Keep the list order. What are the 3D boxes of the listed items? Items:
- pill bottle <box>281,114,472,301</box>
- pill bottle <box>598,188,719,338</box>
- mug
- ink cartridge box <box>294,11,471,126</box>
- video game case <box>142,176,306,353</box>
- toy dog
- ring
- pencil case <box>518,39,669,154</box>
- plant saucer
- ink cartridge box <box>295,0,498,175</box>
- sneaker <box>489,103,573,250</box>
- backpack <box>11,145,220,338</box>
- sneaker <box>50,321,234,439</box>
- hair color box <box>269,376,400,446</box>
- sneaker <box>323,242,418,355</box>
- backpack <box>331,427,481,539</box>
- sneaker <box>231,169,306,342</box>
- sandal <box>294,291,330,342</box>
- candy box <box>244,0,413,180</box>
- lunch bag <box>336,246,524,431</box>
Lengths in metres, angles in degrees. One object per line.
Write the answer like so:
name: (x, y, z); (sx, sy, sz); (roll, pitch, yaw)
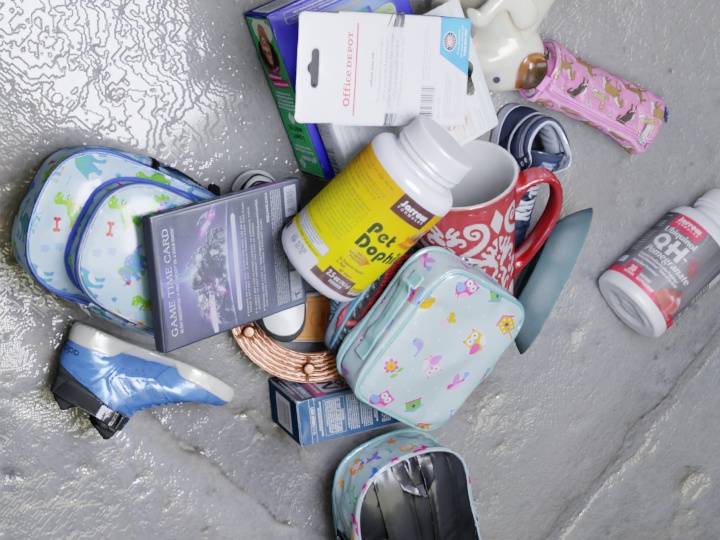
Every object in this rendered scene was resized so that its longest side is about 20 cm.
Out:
pill bottle: (0.019, -0.067, 1.312); (0.109, 0.109, 0.200); (36, 112, -28)
pill bottle: (0.421, -0.014, 1.662); (0.200, 0.111, 0.111); (-42, 116, -9)
mug: (0.144, -0.035, 1.481); (0.177, 0.134, 0.200); (5, 132, 14)
ink cartridge box: (0.011, -0.211, 1.312); (0.200, 0.068, 0.116); (-3, 102, -28)
video game case: (-0.137, -0.009, 1.319); (0.200, 0.019, 0.143); (-19, 113, -42)
toy dog: (0.168, -0.310, 1.472); (0.194, 0.139, 0.200); (-4, 107, -52)
ring: (-0.059, 0.032, 1.470); (0.200, 0.019, 0.201); (0, 91, -9)
pencil case: (0.286, -0.215, 1.560); (0.200, 0.086, 0.083); (22, 87, -28)
plant saucer: (0.225, 0.005, 1.550); (0.039, 0.201, 0.201); (26, 92, 1)
ink cartridge box: (0.044, -0.192, 1.400); (0.200, 0.047, 0.160); (-30, 114, -21)
sneaker: (0.200, -0.100, 1.539); (0.070, 0.108, 0.200); (0, 102, -25)
backpack: (-0.255, -0.037, 1.330); (0.200, 0.147, 0.183); (24, 90, -24)
sneaker: (-0.249, 0.142, 1.416); (0.200, 0.077, 0.111); (23, 87, -23)
hair color box: (0.000, 0.149, 1.520); (0.200, 0.100, 0.061); (-11, 106, -22)
sneaker: (0.000, 0.000, 1.441); (0.079, 0.095, 0.200); (6, 112, -49)
backpack: (0.050, 0.295, 1.553); (0.177, 0.151, 0.200); (-19, 118, -22)
sneaker: (-0.105, -0.015, 1.415); (0.074, 0.080, 0.200); (-15, 94, -9)
sandal: (-0.006, 0.060, 1.516); (0.206, 0.059, 0.079); (-8, 107, -23)
candy box: (-0.014, -0.228, 1.427); (0.169, 0.077, 0.200); (-27, 112, -17)
lunch bag: (0.077, 0.072, 1.412); (0.160, 0.077, 0.200); (29, 103, -35)
